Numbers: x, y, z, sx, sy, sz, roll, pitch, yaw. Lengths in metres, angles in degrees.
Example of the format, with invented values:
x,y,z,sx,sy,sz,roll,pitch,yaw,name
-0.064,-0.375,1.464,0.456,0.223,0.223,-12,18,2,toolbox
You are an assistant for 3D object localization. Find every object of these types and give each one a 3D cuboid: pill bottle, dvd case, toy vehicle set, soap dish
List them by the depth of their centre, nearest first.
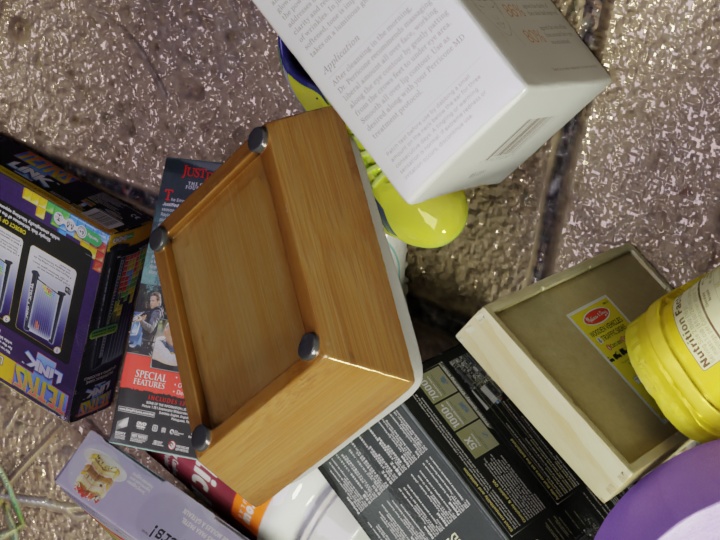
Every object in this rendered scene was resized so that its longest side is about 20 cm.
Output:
x,y,z,sx,sy,sz,roll,pitch,yaw,name
0.151,0.054,1.129,0.124,0.199,0.027,49,122,14,toy vehicle set
-0.051,0.019,1.174,0.157,0.081,0.201,-39,52,36,soap dish
-0.088,0.029,1.285,0.145,0.022,0.202,7,84,29,dvd case
-0.063,0.127,1.342,0.199,0.114,0.115,37,119,21,pill bottle

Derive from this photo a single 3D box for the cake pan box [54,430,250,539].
x,y,z,sx,sy,sz,roll,pitch,yaw,name
-0.104,0.211,1.360,0.199,0.184,0.052,31,77,24,cake pan box

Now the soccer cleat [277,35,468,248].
x,y,z,sx,sy,sz,roll,pitch,yaw,name
0.000,-0.094,1.229,0.064,0.084,0.201,-35,58,4,soccer cleat

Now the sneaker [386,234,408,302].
x,y,z,sx,sy,sz,roll,pitch,yaw,name
0.000,0.000,1.300,0.070,0.080,0.202,19,93,40,sneaker

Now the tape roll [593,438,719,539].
x,y,z,sx,sy,sz,roll,pitch,yaw,name
0.225,0.195,1.072,0.198,0.066,0.202,-1,110,-3,tape roll

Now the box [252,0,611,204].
x,y,z,sx,sy,sz,roll,pitch,yaw,name
0.035,-0.156,1.175,0.106,0.152,0.201,-42,77,25,box

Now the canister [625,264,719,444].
x,y,z,sx,sy,sz,roll,pitch,yaw,name
0.263,0.002,1.075,0.200,0.148,0.087,-40,79,32,canister

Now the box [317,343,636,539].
x,y,z,sx,sy,sz,roll,pitch,yaw,name
0.093,0.150,1.215,0.200,0.163,0.086,52,123,11,box

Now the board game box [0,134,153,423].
x,y,z,sx,sy,sz,roll,pitch,yaw,name
-0.265,-0.003,1.479,0.199,0.057,0.167,29,118,24,board game box
